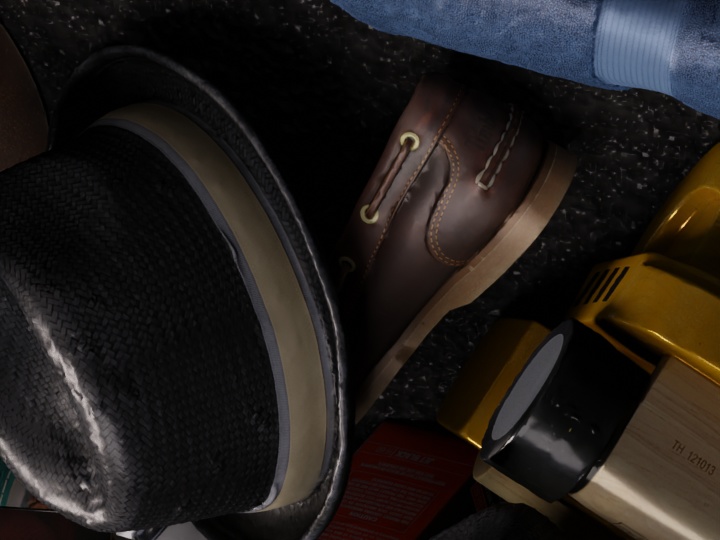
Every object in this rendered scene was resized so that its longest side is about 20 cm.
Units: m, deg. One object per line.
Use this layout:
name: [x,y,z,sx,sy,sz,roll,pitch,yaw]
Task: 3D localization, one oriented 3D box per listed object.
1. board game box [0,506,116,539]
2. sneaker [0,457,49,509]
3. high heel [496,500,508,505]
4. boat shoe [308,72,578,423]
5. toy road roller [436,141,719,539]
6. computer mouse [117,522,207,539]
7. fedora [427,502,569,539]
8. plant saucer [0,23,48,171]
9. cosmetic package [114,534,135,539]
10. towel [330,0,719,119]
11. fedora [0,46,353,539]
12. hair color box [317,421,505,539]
board game box: [-0.196,0.138,1.015,0.199,0.105,0.023,3,165,7]
sneaker: [-0.163,0.124,1.150,0.080,0.071,0.201,38,135,22]
high heel: [0.139,0.152,1.062,0.142,0.072,0.200,-3,138,29]
boat shoe: [0.000,0.000,0.993,0.070,0.071,0.200,30,129,-12]
toy road roller: [0.121,0.036,0.948,0.123,0.146,0.200,33,174,-5]
computer mouse: [-0.092,0.114,1.166,0.109,0.044,0.200,35,137,-8]
fedora: [0.036,0.138,0.934,0.200,0.200,0.092,-28,85,42]
plant saucer: [-0.221,-0.066,1.074,0.199,0.032,0.201,14,136,14]
cosmetic package: [-0.062,0.183,1.103,0.090,0.107,0.200,9,167,40]
towel: [0.085,-0.079,0.846,0.199,0.112,0.049,17,95,13]
fedora: [-0.089,0.022,0.967,0.200,0.091,0.202,29,128,45]
hair color box: [-0.012,0.162,1.046,0.061,0.200,0.102,11,134,37]
